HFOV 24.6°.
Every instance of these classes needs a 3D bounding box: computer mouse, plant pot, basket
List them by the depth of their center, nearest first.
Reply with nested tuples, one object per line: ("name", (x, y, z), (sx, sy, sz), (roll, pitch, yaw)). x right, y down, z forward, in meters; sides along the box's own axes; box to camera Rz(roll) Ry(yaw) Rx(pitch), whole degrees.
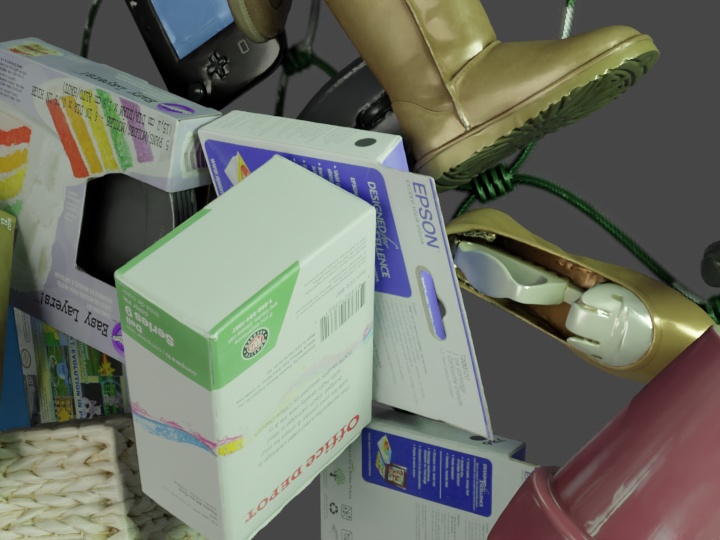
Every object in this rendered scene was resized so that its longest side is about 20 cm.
("plant pot", (0.199, 0.138, 0.924), (0.200, 0.200, 0.179), (37, 102, 25))
("computer mouse", (-0.005, -0.093, 1.101), (0.139, 0.053, 0.200), (49, 122, 17))
("basket", (-0.181, 0.166, 1.175), (0.135, 0.200, 0.124), (-7, 88, 18))

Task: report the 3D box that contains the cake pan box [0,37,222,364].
("cake pan box", (-0.189, -0.047, 1.150), (0.200, 0.052, 0.184), (25, 115, 31))

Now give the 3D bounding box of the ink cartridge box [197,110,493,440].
("ink cartridge box", (0.000, 0.000, 1.065), (0.200, 0.043, 0.198), (15, 132, 39))

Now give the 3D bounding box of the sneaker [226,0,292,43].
("sneaker", (-0.050, -0.252, 1.090), (0.075, 0.070, 0.200), (0, 95, 18))

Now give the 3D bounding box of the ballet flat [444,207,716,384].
("ballet flat", (0.126, 0.022, 1.021), (0.200, 0.063, 0.069), (25, 110, 30))

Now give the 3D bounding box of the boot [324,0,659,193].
("boot", (0.063, -0.171, 1.015), (0.175, 0.066, 0.200), (-28, 79, 16))

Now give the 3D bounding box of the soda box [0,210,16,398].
("soda box", (-0.283, 0.048, 1.113), (0.068, 0.064, 0.200), (-27, 53, 37))

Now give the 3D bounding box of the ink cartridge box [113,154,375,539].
("ink cartridge box", (-0.066, 0.053, 1.023), (0.087, 0.145, 0.200), (29, 141, 28))

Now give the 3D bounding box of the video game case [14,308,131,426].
("video game case", (-0.241, 0.114, 1.330), (0.182, 0.022, 0.200), (-2, 96, 36))

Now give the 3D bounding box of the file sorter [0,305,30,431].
("file sorter", (-0.355, 0.071, 1.276), (0.123, 0.139, 0.200), (23, 127, 34))

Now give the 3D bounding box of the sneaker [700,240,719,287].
("sneaker", (0.275, -0.059, 0.902), (0.200, 0.076, 0.116), (-14, 85, 26))

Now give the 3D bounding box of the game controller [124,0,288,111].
("game controller", (-0.124, -0.212, 1.173), (0.104, 0.042, 0.200), (-33, 80, 35))

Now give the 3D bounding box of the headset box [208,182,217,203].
("headset box", (-0.178, -0.056, 1.219), (0.200, 0.075, 0.149), (24, 112, 31))

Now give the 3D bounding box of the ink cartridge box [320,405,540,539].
("ink cartridge box", (0.053, 0.153, 1.096), (0.200, 0.039, 0.100), (11, 105, 45))
